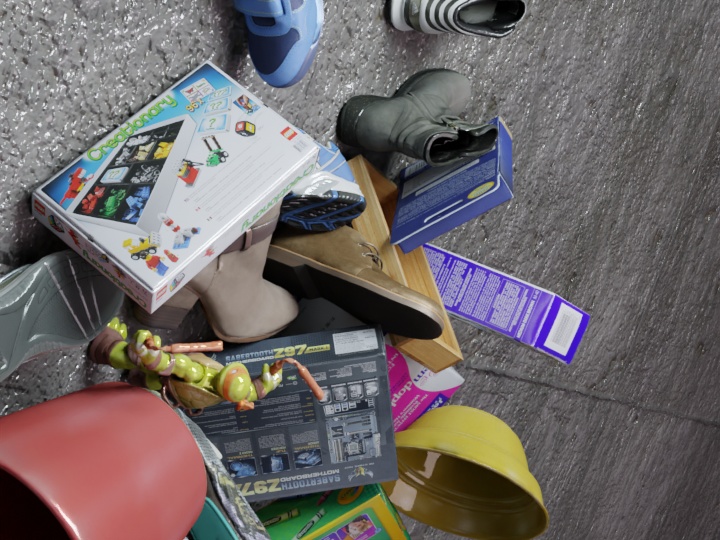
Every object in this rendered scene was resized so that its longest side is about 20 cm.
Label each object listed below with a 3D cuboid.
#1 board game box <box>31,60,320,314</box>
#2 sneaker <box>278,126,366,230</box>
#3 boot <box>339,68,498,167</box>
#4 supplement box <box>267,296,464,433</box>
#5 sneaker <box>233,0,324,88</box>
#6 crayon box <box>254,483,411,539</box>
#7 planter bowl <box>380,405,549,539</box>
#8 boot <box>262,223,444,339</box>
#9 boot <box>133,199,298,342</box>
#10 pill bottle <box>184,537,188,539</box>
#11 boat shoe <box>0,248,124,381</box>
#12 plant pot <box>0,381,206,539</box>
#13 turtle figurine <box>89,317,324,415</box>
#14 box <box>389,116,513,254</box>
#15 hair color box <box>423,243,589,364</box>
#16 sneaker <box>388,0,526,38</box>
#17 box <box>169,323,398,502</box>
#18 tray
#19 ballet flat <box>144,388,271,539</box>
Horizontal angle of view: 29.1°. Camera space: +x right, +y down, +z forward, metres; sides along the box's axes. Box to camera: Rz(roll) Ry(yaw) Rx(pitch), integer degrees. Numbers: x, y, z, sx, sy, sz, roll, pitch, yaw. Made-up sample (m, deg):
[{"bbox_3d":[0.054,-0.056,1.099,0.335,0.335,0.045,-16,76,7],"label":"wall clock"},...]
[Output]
[{"bbox_3d":[-0.142,-0.071,1.089,0.200,0.126,0.035,-43,165,-32],"label":"board game box"},{"bbox_3d":[-0.085,-0.087,1.230,0.199,0.078,0.076,11,144,-45],"label":"sneaker"},{"bbox_3d":[0.084,-0.143,1.373,0.199,0.130,0.068,-26,127,-47],"label":"boot"},{"bbox_3d":[0.007,0.090,1.407,0.101,0.103,0.200,-48,148,4],"label":"supplement box"},{"bbox_3d":[-0.077,-0.249,1.135,0.082,0.074,0.202,-18,115,-48],"label":"sneaker"},{"bbox_3d":[-0.058,0.280,1.399,0.199,0.058,0.119,-30,140,-2],"label":"crayon box"},{"bbox_3d":[0.105,0.195,1.419,0.201,0.199,0.084,63,39,-50],"label":"planter bowl"},{"bbox_3d":[0.000,0.000,1.271,0.076,0.199,0.074,-52,150,-26],"label":"boot"},{"bbox_3d":[-0.105,-0.013,1.196,0.199,0.070,0.147,-2,132,-45],"label":"boot"},{"bbox_3d":[-0.147,0.311,1.237,0.114,0.199,0.115,-33,134,-42],"label":"pill bottle"},{"bbox_3d":[-0.261,0.037,1.049,0.202,0.064,0.075,-38,118,-46],"label":"boat shoe"},{"bbox_3d":[-0.225,0.185,1.076,0.177,0.199,0.202,-36,137,-53],"label":"plant pot"},{"bbox_3d":[-0.136,0.087,1.146,0.199,0.160,0.065,18,83,-49],"label":"turtle figurine"},{"bbox_3d":[0.091,-0.079,1.355,0.033,0.121,0.200,57,18,-17],"label":"box"},{"bbox_3d":[0.131,0.030,1.479,0.109,0.199,0.065,26,88,-57],"label":"hair color box"},{"bbox_3d":[0.128,-0.262,1.383,0.200,0.115,0.076,-25,128,-47],"label":"sneaker"},{"bbox_3d":[-0.069,0.137,1.277,0.051,0.198,0.159,-101,-177,-55],"label":"box"},{"bbox_3d":[0.036,-0.006,1.349,0.037,0.201,0.099,-28,151,17],"label":"tray"},{"bbox_3d":[-0.139,0.191,1.215,0.072,0.201,0.072,-31,166,-9],"label":"ballet flat"}]
